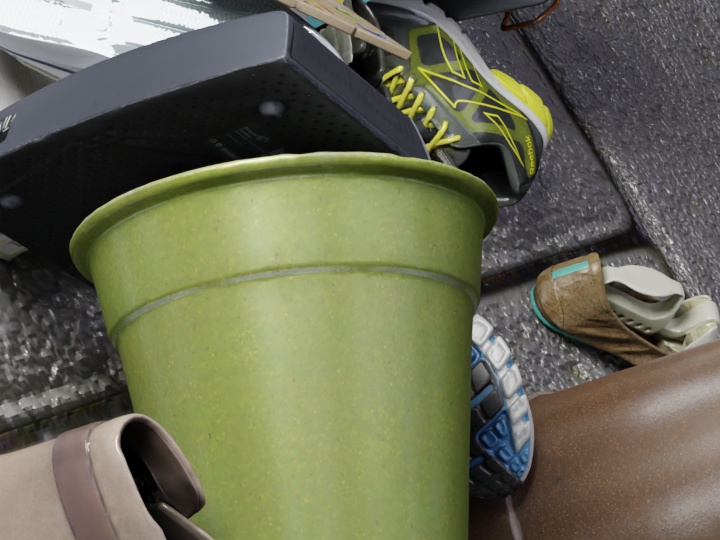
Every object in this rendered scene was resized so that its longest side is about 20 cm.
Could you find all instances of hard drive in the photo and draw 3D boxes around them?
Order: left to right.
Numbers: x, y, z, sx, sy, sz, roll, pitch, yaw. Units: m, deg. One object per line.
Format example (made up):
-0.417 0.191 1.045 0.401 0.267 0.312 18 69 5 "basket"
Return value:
-0.080 -0.052 0.887 0.135 0.200 0.042 35 47 -47 "hard drive"

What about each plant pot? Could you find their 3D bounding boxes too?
-0.023 0.071 0.879 0.200 0.200 0.190 12 63 -47 "plant pot"
0.173 0.133 1.100 0.200 0.198 0.200 36 40 -37 "plant pot"

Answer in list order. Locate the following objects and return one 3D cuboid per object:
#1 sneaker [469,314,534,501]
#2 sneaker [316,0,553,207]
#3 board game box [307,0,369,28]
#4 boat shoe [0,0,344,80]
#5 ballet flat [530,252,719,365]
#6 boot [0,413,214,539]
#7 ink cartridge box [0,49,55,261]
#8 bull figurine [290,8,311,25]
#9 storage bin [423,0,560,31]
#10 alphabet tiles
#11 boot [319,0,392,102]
0.041 0.043 1.099 0.200 0.075 0.087 60 5 23 "sneaker"
0.053 -0.116 1.327 0.200 0.074 0.085 30 48 -24 "sneaker"
0.026 -0.246 1.273 0.047 0.200 0.151 57 15 -34 "board game box"
-0.097 -0.110 0.955 0.200 0.074 0.067 23 -12 8 "boat shoe"
0.208 0.036 1.384 0.200 0.072 0.068 28 39 -35 "ballet flat"
-0.136 0.099 0.802 0.200 0.146 0.070 50 35 -5 "boot"
-0.179 -0.074 1.012 0.200 0.048 0.146 32 35 -55 "ink cartridge box"
-0.088 -0.163 1.134 0.065 0.121 0.200 51 23 -45 "bull figurine"
0.078 -0.226 1.365 0.134 0.200 0.146 -49 123 -47 "storage bin"
-0.087 -0.164 0.960 0.200 0.008 0.167 21 13 -30 "alphabet tiles"
-0.038 -0.124 1.161 0.068 0.131 0.200 21 44 -42 "boot"
